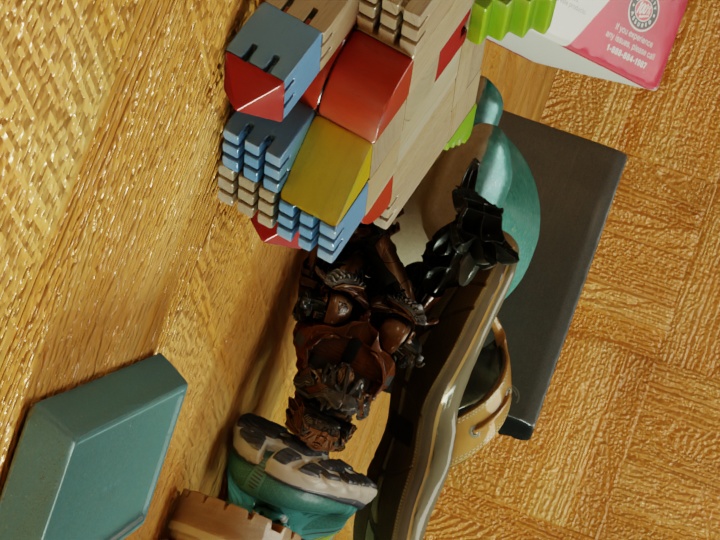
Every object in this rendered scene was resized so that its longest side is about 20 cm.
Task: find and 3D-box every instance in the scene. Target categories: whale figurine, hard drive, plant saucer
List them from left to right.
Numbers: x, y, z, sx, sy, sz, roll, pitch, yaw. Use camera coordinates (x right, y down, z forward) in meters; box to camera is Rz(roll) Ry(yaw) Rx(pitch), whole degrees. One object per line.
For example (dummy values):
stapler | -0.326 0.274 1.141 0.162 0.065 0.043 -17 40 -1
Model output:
plant saucer | -0.091 0.070 0.839 0.200 0.019 0.070 -17 125 -82
whale figurine | 0.060 -0.030 1.407 0.200 0.103 0.160 156 -45 -78
hard drive | 0.070 -0.006 1.535 0.033 0.139 0.201 100 11 -64

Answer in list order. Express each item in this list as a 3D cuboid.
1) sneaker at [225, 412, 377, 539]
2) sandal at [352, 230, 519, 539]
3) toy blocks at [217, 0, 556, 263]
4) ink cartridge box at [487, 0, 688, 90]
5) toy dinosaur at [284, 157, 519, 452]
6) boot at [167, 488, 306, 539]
sneaker | -0.040 0.128 1.269 0.080 0.077 0.200 -60 172 -13
sandal | 0.048 0.074 1.294 0.080 0.054 0.201 -139 -116 -69
toy blocks | -0.003 -0.069 0.945 0.137 0.100 0.200 -55 167 -27
ink cartridge box | 0.097 -0.200 1.111 0.145 0.083 0.201 19 90 -47
toy dinosaur | 0.000 0.000 1.265 0.136 0.102 0.201 -57 -147 39
boot | -0.048 0.182 1.170 0.200 0.075 0.108 40 66 -57
